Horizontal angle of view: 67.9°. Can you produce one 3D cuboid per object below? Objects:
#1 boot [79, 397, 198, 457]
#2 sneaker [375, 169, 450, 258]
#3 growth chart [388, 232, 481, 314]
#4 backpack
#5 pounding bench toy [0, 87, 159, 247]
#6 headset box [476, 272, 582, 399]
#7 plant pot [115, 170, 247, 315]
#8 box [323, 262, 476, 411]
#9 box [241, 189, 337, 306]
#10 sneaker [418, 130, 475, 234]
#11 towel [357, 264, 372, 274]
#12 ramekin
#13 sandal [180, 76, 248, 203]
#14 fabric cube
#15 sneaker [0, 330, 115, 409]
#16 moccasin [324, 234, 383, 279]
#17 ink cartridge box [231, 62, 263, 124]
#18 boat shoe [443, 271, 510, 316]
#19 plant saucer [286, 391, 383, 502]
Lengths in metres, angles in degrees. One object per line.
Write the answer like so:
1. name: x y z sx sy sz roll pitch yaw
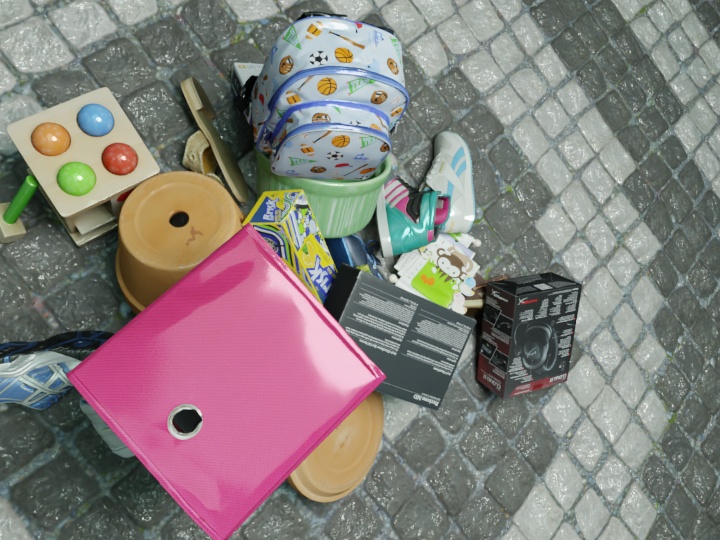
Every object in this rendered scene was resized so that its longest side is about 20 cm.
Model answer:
1. boot: -0.234 0.145 0.647 0.199 0.074 0.096 -28 119 -3
2. sneaker: 0.083 -0.111 0.854 0.119 0.084 0.202 -7 52 5
3. growth chart: 0.132 -0.011 0.890 0.144 0.018 0.201 28 52 3
4. backpack: -0.036 -0.200 0.636 0.198 0.191 0.156 -5 70 -22
5. pounding bench toy: -0.374 -0.111 0.671 0.199 0.156 0.125 -34 92 -24
6. headset box: 0.283 0.116 0.906 0.147 0.077 0.202 -8 111 -25
7. plant pot: -0.226 -0.034 0.697 0.198 0.140 0.202 4 63 -7
8. box: 0.042 0.094 0.742 0.199 0.079 0.142 24 88 -25
9. box: -0.083 -0.010 0.735 0.201 0.064 0.070 68 33 -41
10. sneaker: 0.145 -0.160 0.928 0.080 0.077 0.202 3 63 -12
11. towel: 0.019 0.092 0.823 0.202 0.085 0.018 64 34 -9
12. ramekin: -0.060 -0.135 0.791 0.198 0.098 0.201 9 37 -7
13. sandal: -0.238 -0.181 0.804 0.069 0.078 0.214 -25 82 7
14. fabric cube: -0.126 0.106 0.548 0.199 0.200 0.197 -42 92 -15
15. sneaker: -0.385 0.126 0.678 0.198 0.076 0.078 -6 104 -23
16. moccasin: 0.000 0.000 0.858 0.068 0.080 0.202 -30 106 -29
17. ink cartridge box: -0.083 -0.258 0.823 0.196 0.044 0.201 -5 42 -23
18. boat shoe: 0.190 0.037 0.927 0.198 0.072 0.073 -6 71 -25
19. plant saucer: -0.031 0.228 0.769 0.199 0.032 0.203 2 87 -47
